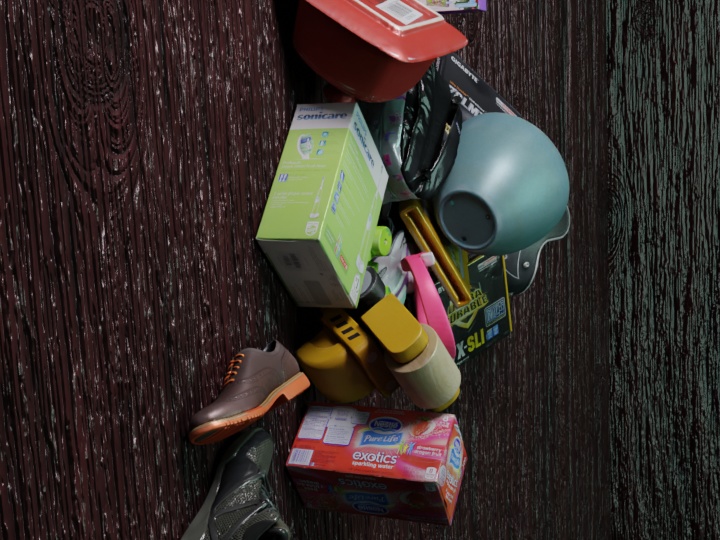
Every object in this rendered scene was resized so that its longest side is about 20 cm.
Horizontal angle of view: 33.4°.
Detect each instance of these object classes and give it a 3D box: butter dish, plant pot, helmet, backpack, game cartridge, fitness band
[{"bbox_3d":[-0.001,-0.267,1.455,0.199,0.198,0.149,-31,151,-58],"label":"butter dish"},{"bbox_3d":[0.177,-0.101,1.677,0.135,0.197,0.203,-44,132,-48],"label":"plant pot"},{"bbox_3d":[0.234,-0.066,1.999,0.190,0.198,0.202,-39,132,-28],"label":"helmet"},{"bbox_3d":[0.053,-0.187,1.621,0.167,0.125,0.203,40,54,-48],"label":"backpack"},{"bbox_3d":[0.110,-0.066,1.752,0.178,0.032,0.201,57,19,-24],"label":"game cartridge"},{"bbox_3d":[0.090,0.049,1.578,0.200,0.037,0.146,155,-80,-88],"label":"fitness band"}]

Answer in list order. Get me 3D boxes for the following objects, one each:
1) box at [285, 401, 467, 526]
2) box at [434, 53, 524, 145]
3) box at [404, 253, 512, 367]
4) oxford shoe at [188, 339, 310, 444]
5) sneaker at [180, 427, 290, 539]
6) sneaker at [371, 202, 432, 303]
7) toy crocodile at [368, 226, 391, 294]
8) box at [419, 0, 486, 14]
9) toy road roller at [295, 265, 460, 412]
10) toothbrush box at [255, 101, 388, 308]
[{"bbox_3d":[0.022,0.234,1.462,0.096,0.196,0.101,70,30,-43],"label":"box"},{"bbox_3d":[0.172,-0.220,1.892,0.199,0.049,0.201,38,48,-29],"label":"box"},{"bbox_3d":[0.149,0.064,1.870,0.198,0.049,0.162,-28,122,-34],"label":"box"},{"bbox_3d":[-0.130,0.129,1.279,0.073,0.071,0.199,61,27,2],"label":"oxford shoe"},{"bbox_3d":[-0.108,0.251,1.256,0.201,0.112,0.077,-65,150,-49],"label":"sneaker"},{"bbox_3d":[0.048,-0.039,1.678,0.201,0.076,0.142,-56,142,-54],"label":"sneaker"},{"bbox_3d":[0.000,0.000,1.563,0.062,0.066,0.204,-34,127,-59],"label":"toy crocodile"},{"bbox_3d":[0.063,-0.397,1.531,0.039,0.196,0.140,-16,107,-67],"label":"box"},{"bbox_3d":[0.014,0.108,1.456,0.146,0.200,0.123,-40,132,-6],"label":"toy road roller"},{"bbox_3d":[-0.041,-0.078,1.440,0.146,0.085,0.203,61,37,-52],"label":"toothbrush box"}]
